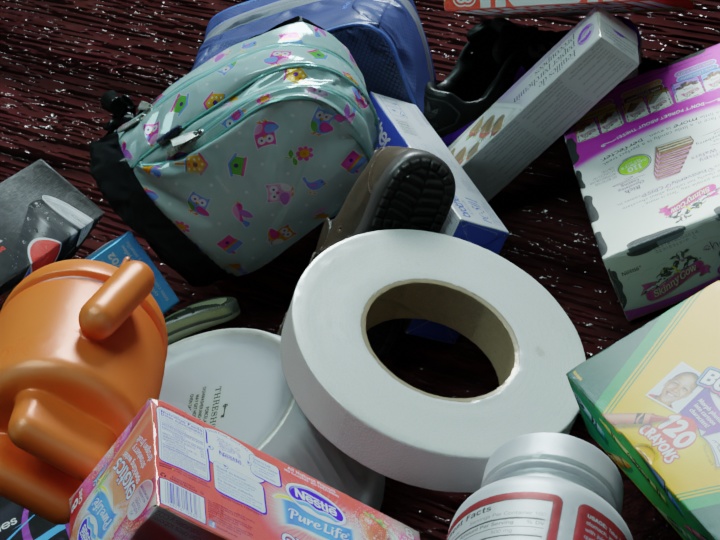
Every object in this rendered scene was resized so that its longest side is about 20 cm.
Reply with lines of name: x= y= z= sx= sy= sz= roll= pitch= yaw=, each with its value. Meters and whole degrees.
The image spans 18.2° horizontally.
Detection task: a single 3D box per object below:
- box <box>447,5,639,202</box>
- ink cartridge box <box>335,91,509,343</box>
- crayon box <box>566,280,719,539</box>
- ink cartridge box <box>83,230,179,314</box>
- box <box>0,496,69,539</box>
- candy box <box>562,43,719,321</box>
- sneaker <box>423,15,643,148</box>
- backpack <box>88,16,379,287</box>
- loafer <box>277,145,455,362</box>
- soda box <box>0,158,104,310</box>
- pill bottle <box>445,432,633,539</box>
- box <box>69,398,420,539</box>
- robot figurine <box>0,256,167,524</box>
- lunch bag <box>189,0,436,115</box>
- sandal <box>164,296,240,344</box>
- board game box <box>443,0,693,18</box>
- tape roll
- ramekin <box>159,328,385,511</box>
box: x=0.121 y=-0.109 z=1.622 sx=0.200 sy=0.041 sz=0.039 roll=-44 pitch=28 yaw=34
ink cartridge box: x=0.036 y=-0.041 z=1.621 sx=0.094 sy=0.044 sz=0.200 roll=-65 pitch=29 yaw=21
crayon box: x=0.224 y=0.101 z=1.343 sx=0.118 sy=0.058 sz=0.200 roll=-30 pitch=37 yaw=-7
ink cartridge box: x=-0.240 y=0.058 z=1.652 sx=0.200 sy=0.068 sz=0.115 roll=-37 pitch=5 yaw=-16
box: x=-0.245 y=0.219 z=1.511 sx=0.142 sy=0.036 sz=0.200 roll=-27 pitch=33 yaw=-2
candy box: x=0.222 y=-0.065 z=1.566 sx=0.136 sy=0.061 sz=0.201 roll=-21 pitch=34 yaw=9
sneaker: x=0.129 y=-0.155 z=1.705 sx=0.200 sy=0.100 sz=0.069 roll=-34 pitch=35 yaw=-18
backpack: x=-0.078 y=-0.085 z=1.639 sx=0.199 sy=0.167 sz=0.127 roll=-33 pitch=41 yaw=15
loafer: x=0.000 y=0.000 z=1.557 sx=0.201 sy=0.073 sz=0.071 roll=-58 pitch=27 yaw=12
soda box: x=-0.266 y=-0.012 z=1.630 sx=0.063 sy=0.071 sz=0.200 roll=-51 pitch=-2 yaw=27
pill bottle: x=0.097 y=0.191 z=1.264 sx=0.112 sy=0.113 sz=0.201 roll=-10 pitch=37 yaw=22
box: x=-0.063 y=0.173 z=1.298 sx=0.095 sy=0.199 sz=0.103 roll=-49 pitch=27 yaw=24
robot figurine: x=-0.181 y=0.069 z=1.405 sx=0.116 sy=0.145 sz=0.200 roll=-3 pitch=32 yaw=6
lunch bag: x=-0.042 y=-0.145 z=1.769 sx=0.199 sy=0.137 sz=0.133 roll=-12 pitch=27 yaw=14
sandal: x=-0.162 y=0.085 z=1.620 sx=0.201 sy=0.057 sz=0.080 roll=-39 pitch=3 yaw=10
board game box: x=0.157 y=-0.216 z=1.663 sx=0.150 sy=0.047 sz=0.200 roll=-1 pitch=4 yaw=18
tape roll: x=0.048 y=0.055 z=1.445 sx=0.201 sy=0.037 sz=0.204 roll=11 pitch=42 yaw=-10
ramekin: x=-0.092 y=0.129 z=1.471 sx=0.199 sy=0.105 sz=0.201 roll=-17 pitch=36 yaw=13
